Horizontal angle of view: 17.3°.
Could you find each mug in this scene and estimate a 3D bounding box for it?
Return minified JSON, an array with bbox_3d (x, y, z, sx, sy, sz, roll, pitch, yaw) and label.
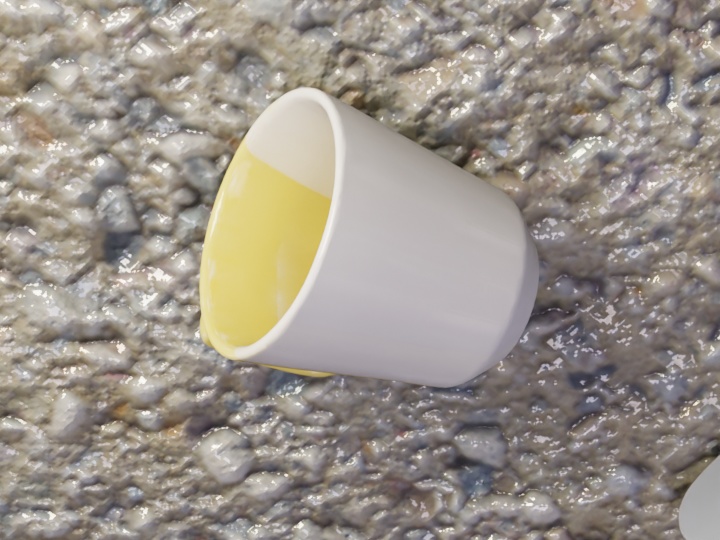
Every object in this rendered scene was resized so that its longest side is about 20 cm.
[{"bbox_3d":[0.005,-0.008,1.307,0.152,0.186,0.151,17,88,-27],"label":"mug"}]

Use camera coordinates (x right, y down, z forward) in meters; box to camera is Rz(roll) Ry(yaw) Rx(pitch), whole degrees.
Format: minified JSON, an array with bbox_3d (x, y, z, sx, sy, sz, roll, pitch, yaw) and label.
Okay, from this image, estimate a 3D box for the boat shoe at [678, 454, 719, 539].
[{"bbox_3d":[0.282,0.109,1.442,0.066,0.070,0.200,23,116,-40],"label":"boat shoe"}]
